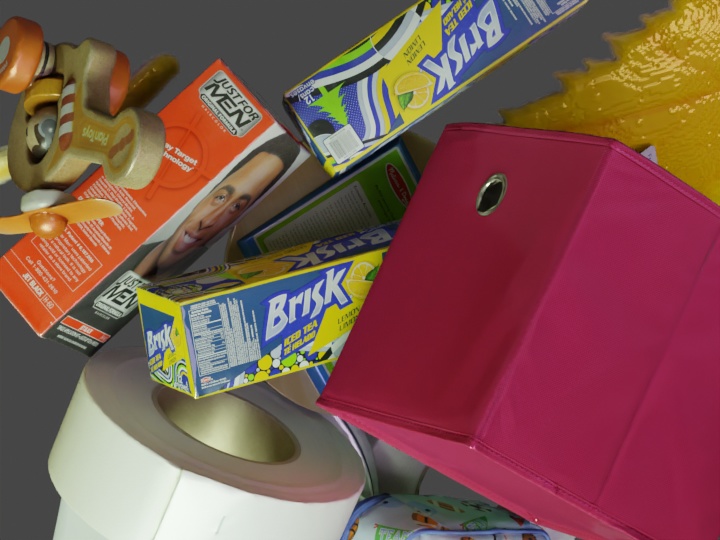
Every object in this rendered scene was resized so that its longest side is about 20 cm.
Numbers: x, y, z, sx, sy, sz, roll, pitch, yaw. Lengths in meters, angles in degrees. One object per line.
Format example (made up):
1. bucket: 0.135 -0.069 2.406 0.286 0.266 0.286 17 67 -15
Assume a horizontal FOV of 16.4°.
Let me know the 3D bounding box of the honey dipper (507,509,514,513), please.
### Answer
1. honey dipper: 0.040 0.108 1.743 0.200 0.038 0.038 34 101 -10

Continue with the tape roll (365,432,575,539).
1. tape roll: 0.082 0.151 1.827 0.202 0.037 0.203 -10 119 -18

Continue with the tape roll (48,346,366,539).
1. tape roll: -0.100 0.128 1.640 0.202 0.202 0.071 15 110 -28

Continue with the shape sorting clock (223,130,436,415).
1. shape sorting clock: 0.000 0.000 1.693 0.199 0.039 0.201 -4 102 -20

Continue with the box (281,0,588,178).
1. box: 0.047 -0.141 1.627 0.200 0.070 0.064 -34 90 -3

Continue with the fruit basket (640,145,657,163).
1. fruit basket: 0.170 0.037 1.748 0.200 0.094 0.186 -33 123 -35

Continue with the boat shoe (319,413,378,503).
1. boat shoe: -0.026 0.183 1.749 0.072 0.066 0.201 -3 103 12

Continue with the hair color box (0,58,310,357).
1. hair color box: -0.133 -0.038 1.596 0.200 0.061 0.102 -43 165 3

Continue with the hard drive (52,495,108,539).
1. hard drive: -0.161 0.236 1.722 0.026 0.132 0.200 -24 133 -57

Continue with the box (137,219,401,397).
1. box: -0.036 0.022 1.602 0.200 0.070 0.064 -14 105 -27

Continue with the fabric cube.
1. fabric cube: 0.128 0.044 1.536 0.200 0.196 0.200 30 81 -28

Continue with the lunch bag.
1. lunch bag: 0.043 0.238 1.726 0.200 0.075 0.161 8 101 -49

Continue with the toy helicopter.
1. toy helicopter: -0.170 -0.074 1.505 0.079 0.200 0.133 18 91 -30
